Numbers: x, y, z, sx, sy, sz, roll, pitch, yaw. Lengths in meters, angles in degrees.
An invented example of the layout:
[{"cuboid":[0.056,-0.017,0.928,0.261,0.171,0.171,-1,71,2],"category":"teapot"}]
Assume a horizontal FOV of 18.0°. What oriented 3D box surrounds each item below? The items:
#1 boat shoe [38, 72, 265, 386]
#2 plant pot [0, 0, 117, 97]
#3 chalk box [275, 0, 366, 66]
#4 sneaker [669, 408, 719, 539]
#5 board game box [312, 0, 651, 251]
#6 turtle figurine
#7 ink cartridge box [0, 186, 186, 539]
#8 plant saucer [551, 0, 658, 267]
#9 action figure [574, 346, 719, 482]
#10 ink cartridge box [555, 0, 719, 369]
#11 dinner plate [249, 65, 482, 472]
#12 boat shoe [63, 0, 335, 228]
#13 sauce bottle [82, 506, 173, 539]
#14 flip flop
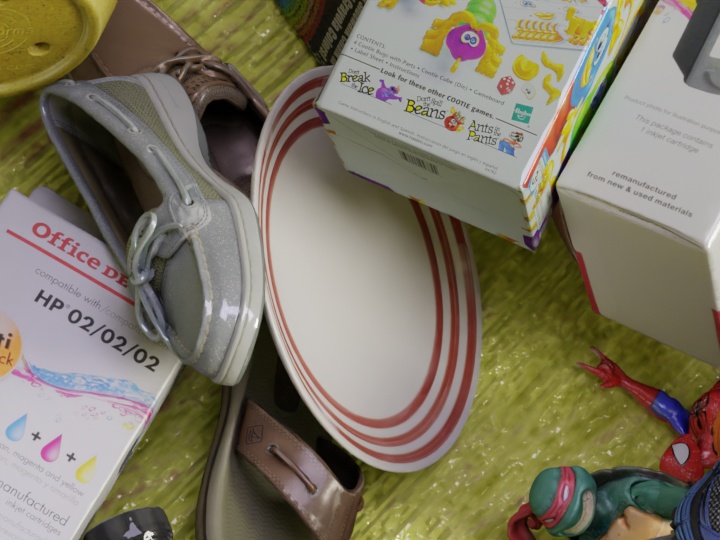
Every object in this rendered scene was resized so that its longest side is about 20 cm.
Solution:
[{"cuboid":[-0.095,-0.023,1.040,0.065,0.075,0.202,1,41,-25],"category":"boat shoe"},{"cuboid":[-0.184,-0.167,1.080,0.199,0.200,0.142,-6,62,-19],"category":"plant pot"},{"cuboid":[0.043,-0.155,1.192,0.124,0.125,0.200,-29,77,-26],"category":"chalk box"},{"cuboid":[0.188,0.090,0.974,0.075,0.078,0.200,39,31,-10],"category":"sneaker"},{"cuboid":[0.074,-0.129,1.048,0.105,0.103,0.200,24,80,13],"category":"board game box"},{"cuboid":[0.146,0.142,1.079,0.200,0.150,0.101,24,40,-13],"category":"turtle figurine"},{"cuboid":[-0.150,0.045,1.068,0.115,0.068,0.200,30,60,-1],"category":"ink cartridge box"},{"cuboid":[0.153,-0.083,1.178,0.034,0.201,0.200,16,49,42],"category":"plant saucer"},{"cuboid":[0.193,0.026,1.181,0.099,0.065,0.200,40,59,-3],"category":"action figure"},{"cuboid":[0.182,-0.074,1.099,0.085,0.148,0.200,22,71,23],"category":"ink cartridge box"},{"cuboid":[0.000,0.000,1.103,0.200,0.024,0.201,25,59,-51],"category":"dinner plate"},{"cuboid":[-0.082,-0.083,1.152,0.071,0.065,0.200,-39,80,-28],"category":"boat shoe"},{"cuboid":[-0.074,0.204,1.015,0.065,0.065,0.200,-16,70,-23],"category":"sauce bottle"},{"cuboid":[-0.028,0.093,1.073,0.081,0.057,0.201,32,49,-37],"category":"flip flop"}]
